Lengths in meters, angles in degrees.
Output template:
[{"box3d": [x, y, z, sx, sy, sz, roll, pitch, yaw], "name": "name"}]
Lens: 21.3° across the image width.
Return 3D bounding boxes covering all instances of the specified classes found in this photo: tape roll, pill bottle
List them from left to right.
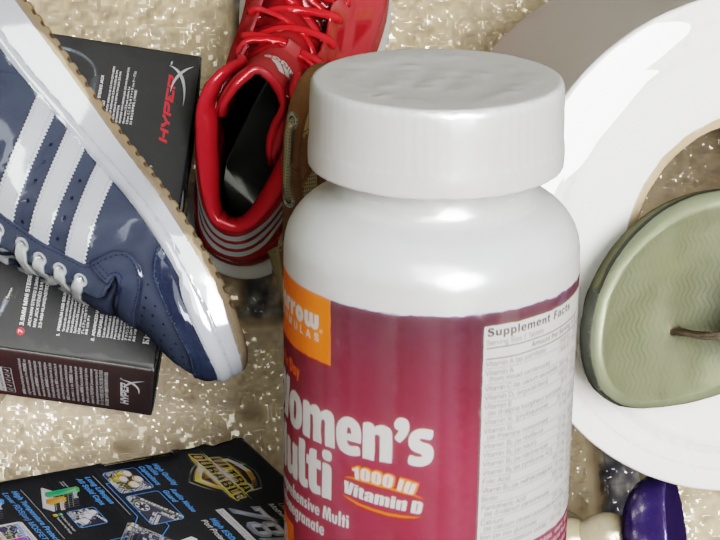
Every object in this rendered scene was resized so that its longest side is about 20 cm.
[{"box3d": [0.025, 0.027, 0.703, 0.108, 0.110, 0.202, -2, 110, -6], "name": "pill bottle"}, {"box3d": [0.142, -0.023, 0.821, 0.200, 0.139, 0.205, -2, 101, -10], "name": "tape roll"}]

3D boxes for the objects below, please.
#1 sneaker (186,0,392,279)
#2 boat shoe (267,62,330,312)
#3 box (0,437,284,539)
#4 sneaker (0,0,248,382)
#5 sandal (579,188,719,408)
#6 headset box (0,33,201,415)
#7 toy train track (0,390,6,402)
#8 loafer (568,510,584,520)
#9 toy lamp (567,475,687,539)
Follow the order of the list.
[{"box3d": [-0.025, -0.099, 0.858, 0.078, 0.116, 0.202, 12, 80, -3], "name": "sneaker"}, {"box3d": [0.000, 0.000, 0.815, 0.075, 0.202, 0.074, -25, 44, -36], "name": "boat shoe"}, {"box3d": [-0.080, 0.142, 0.726, 0.197, 0.200, 0.050, -7, 119, -36], "name": "box"}, {"box3d": [-0.137, -0.017, 0.766, 0.108, 0.070, 0.201, -34, 79, -14], "name": "sneaker"}, {"box3d": [0.179, 0.005, 0.731, 0.199, 0.057, 0.081, -11, 103, -9], "name": "sandal"}, {"box3d": [-0.177, -0.029, 0.842, 0.198, 0.075, 0.150, 8, 69, -5], "name": "headset box"}, {"box3d": [-0.226, 0.117, 0.840, 0.114, 0.033, 0.200, 37, 69, 12], "name": "toy train track"}, {"box3d": [0.110, 0.201, 0.848, 0.075, 0.068, 0.202, -18, 83, -8], "name": "loafer"}, {"box3d": [0.040, 0.125, 0.831, 0.198, 0.058, 0.059, -7, 81, 19], "name": "toy lamp"}]
